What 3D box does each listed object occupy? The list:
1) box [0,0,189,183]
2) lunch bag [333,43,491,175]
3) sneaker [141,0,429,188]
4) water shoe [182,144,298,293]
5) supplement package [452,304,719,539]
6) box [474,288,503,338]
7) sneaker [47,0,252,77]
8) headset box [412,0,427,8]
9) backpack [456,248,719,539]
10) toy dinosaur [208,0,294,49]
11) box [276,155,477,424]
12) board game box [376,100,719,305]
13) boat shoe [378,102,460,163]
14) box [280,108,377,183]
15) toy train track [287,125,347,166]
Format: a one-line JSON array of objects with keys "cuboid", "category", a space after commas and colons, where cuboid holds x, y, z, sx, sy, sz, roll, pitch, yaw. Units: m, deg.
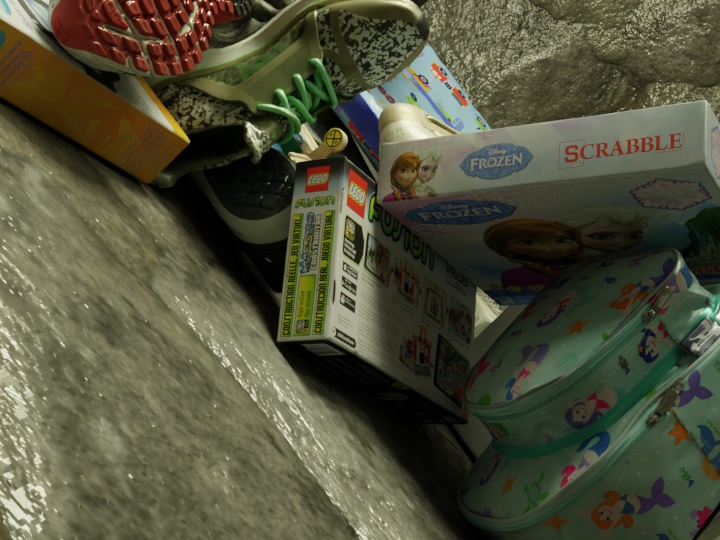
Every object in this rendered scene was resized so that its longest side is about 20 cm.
[{"cuboid": [-0.182, -0.128, 0.730, 0.119, 0.041, 0.200, 52, 12, 30], "category": "box"}, {"cuboid": [0.042, -0.092, 1.092, 0.151, 0.094, 0.200, 53, 18, -4], "category": "lunch bag"}, {"cuboid": [-0.049, -0.097, 0.814, 0.077, 0.198, 0.089, 58, 15, -45], "category": "sneaker"}, {"cuboid": [-0.079, -0.056, 0.892, 0.200, 0.071, 0.079, -119, -171, -54], "category": "water shoe"}, {"cuboid": [0.184, 0.122, 1.037, 0.200, 0.151, 0.152, 39, 10, -46], "category": "supplement package"}, {"cuboid": [0.079, 0.039, 1.187, 0.082, 0.068, 0.200, 43, 10, -29], "category": "box"}, {"cuboid": [-0.124, -0.146, 0.765, 0.200, 0.081, 0.079, -53, 130, -68], "category": "sneaker"}, {"cuboid": [-0.007, -0.222, 1.087, 0.075, 0.148, 0.200, 45, 15, -16], "category": "headset box"}, {"cuboid": [0.146, 0.090, 0.804, 0.150, 0.201, 0.177, 42, -16, -13], "category": "backpack"}, {"cuboid": [-0.080, -0.171, 0.916, 0.102, 0.077, 0.200, 29, 43, 16], "category": "toy dinosaur"}, {"cuboid": [0.018, 0.020, 0.856, 0.200, 0.034, 0.111, 36, 55, -56], "category": "box"}, {"cuboid": [0.141, -0.033, 0.851, 0.199, 0.198, 0.042, 35, 55, -55], "category": "board game box"}, {"cuboid": [0.080, -0.055, 0.970, 0.199, 0.072, 0.066, 29, 40, -45], "category": "boat shoe"}, {"cuboid": [-0.066, -0.141, 1.100, 0.117, 0.048, 0.201, 34, 24, -46], "category": "box"}, {"cuboid": [-0.027, -0.093, 0.943, 0.201, 0.032, 0.115, 57, 12, 26], "category": "toy train track"}]
